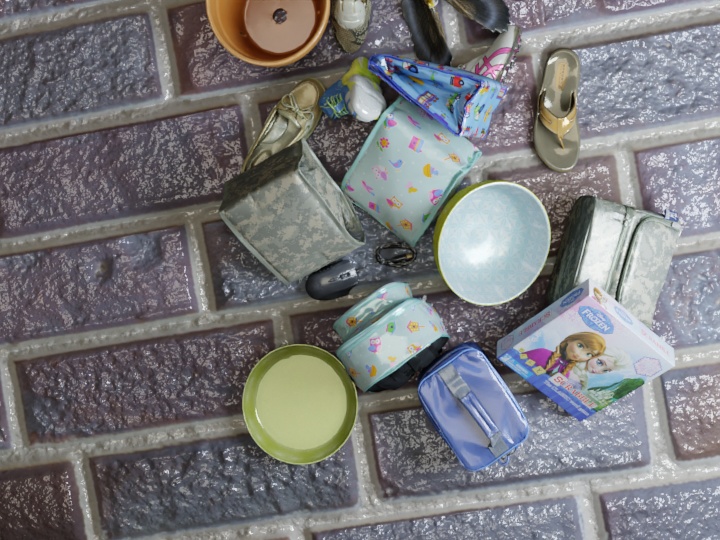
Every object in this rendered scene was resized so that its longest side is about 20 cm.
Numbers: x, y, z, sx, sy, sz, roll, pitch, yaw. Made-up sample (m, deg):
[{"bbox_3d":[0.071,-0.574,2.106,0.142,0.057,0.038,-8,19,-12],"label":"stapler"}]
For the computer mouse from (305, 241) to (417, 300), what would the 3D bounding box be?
[{"bbox_3d":[0.000,0.000,1.744,0.197,0.034,0.059,-22,89,5],"label":"computer mouse"}]

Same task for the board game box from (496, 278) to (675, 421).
[{"bbox_3d":[0.352,0.130,1.635,0.199,0.041,0.199,36,128,-19],"label":"board game box"}]

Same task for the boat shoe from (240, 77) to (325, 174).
[{"bbox_3d":[-0.129,-0.233,1.730,0.073,0.063,0.201,41,95,2],"label":"boat shoe"}]

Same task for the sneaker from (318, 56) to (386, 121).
[{"bbox_3d":[-0.016,-0.266,1.667,0.105,0.201,0.076,-39,108,21],"label":"sneaker"}]

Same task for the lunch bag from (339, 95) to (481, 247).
[{"bbox_3d":[0.073,-0.154,1.687,0.169,0.122,0.201,36,128,2],"label":"lunch bag"}]

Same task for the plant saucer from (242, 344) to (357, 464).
[{"bbox_3d":[-0.101,0.224,1.763,0.196,0.031,0.204,0,92,6],"label":"plant saucer"}]

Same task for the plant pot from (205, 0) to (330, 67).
[{"bbox_3d":[-0.139,-0.423,1.685,0.196,0.140,0.204,0,92,5],"label":"plant pot"}]

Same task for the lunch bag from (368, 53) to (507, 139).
[{"bbox_3d":[0.108,-0.289,1.615,0.198,0.150,0.095,30,106,17],"label":"lunch bag"}]

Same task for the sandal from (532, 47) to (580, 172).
[{"bbox_3d":[0.324,-0.263,1.695,0.079,0.054,0.204,4,93,5],"label":"sandal"}]

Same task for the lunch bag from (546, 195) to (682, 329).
[{"bbox_3d":[0.409,-0.012,1.662,0.165,0.139,0.203,16,92,-6],"label":"lunch bag"}]

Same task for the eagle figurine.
[{"bbox_3d":[0.125,-0.437,1.680,0.200,0.151,0.152,48,57,-24],"label":"eagle figurine"}]

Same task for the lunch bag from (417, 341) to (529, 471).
[{"bbox_3d":[0.183,0.226,1.688,0.135,0.132,0.201,-36,89,5],"label":"lunch bag"}]

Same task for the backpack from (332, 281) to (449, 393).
[{"bbox_3d":[0.045,0.109,1.661,0.174,0.200,0.155,-33,89,6],"label":"backpack"}]

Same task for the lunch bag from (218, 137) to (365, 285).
[{"bbox_3d":[-0.105,-0.084,1.694,0.162,0.118,0.201,-27,121,19],"label":"lunch bag"}]

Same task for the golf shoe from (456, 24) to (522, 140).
[{"bbox_3d":[0.191,-0.317,1.696,0.091,0.073,0.202,31,95,4],"label":"golf shoe"}]

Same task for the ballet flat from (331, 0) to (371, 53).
[{"bbox_3d":[-0.010,-0.463,1.705,0.067,0.075,0.204,11,93,3],"label":"ballet flat"}]

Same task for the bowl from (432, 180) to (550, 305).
[{"bbox_3d":[0.195,-0.055,1.676,0.197,0.108,0.204,-6,109,-18],"label":"bowl"}]
